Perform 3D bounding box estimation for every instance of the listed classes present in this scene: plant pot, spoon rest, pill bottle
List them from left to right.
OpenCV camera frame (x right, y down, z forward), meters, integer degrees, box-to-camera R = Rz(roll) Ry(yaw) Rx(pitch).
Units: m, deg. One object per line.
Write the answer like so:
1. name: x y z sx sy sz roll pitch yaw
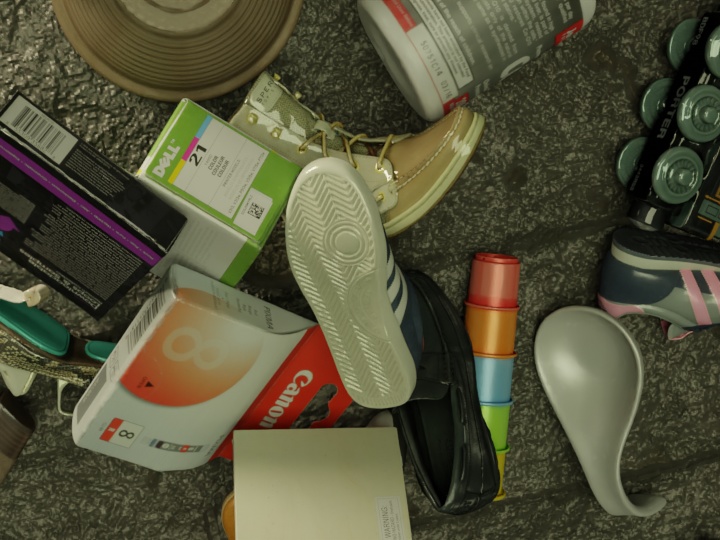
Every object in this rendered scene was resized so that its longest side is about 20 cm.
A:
1. plant pot: -0.137 -0.225 0.932 0.199 0.093 0.203 -1 101 -7
2. pill bottle: 0.107 -0.212 0.954 0.199 0.114 0.114 -32 102 -1
3. spoon rest: 0.204 0.123 1.042 0.099 0.061 0.201 -8 108 40

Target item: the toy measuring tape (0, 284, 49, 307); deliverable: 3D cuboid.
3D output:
1. toy measuring tape: -0.328 -0.031 0.941 0.199 0.074 0.074 16 97 2

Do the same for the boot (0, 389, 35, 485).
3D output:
1. boot: -0.358 0.112 0.975 0.146 0.070 0.200 -38 95 8

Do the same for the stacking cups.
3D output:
1. stacking cups: 0.101 0.087 1.039 0.060 0.061 0.202 4 94 -8

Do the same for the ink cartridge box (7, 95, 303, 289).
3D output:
1. ink cartridge box: -0.160 -0.070 0.920 0.199 0.148 0.076 31 64 -7

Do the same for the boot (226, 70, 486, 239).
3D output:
1. boot: -0.017 -0.095 0.937 0.155 0.072 0.200 42 133 -13

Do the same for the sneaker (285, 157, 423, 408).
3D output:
1. sneaker: 0.000 0.000 0.920 0.074 0.085 0.201 -3 119 19

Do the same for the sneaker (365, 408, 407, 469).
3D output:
1. sneaker: -0.040 0.197 1.028 0.107 0.067 0.203 19 99 -13

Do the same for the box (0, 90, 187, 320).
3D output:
1. box: -0.218 -0.039 0.906 0.143 0.200 0.036 37 61 -12

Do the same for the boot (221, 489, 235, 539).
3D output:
1. boot: -0.032 0.263 0.939 0.071 0.144 0.202 -36 106 3

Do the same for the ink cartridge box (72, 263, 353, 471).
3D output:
1. ink cartridge box: -0.098 0.099 0.962 0.199 0.050 0.162 25 118 -25

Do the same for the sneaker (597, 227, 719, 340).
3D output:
1. sneaker: 0.294 0.023 1.051 0.198 0.070 0.083 13 115 -7

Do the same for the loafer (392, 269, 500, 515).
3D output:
1. loafer: 0.056 0.095 0.992 0.068 0.070 0.202 -25 74 33

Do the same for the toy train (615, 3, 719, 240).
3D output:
1. toy train: 0.289 -0.118 1.016 0.113 0.085 0.201 21 94 -23

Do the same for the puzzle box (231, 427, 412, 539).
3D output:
1. puzzle box: -0.028 0.206 0.922 0.132 0.201 0.026 1 139 -8

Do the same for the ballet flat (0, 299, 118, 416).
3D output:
1. ballet flat: -0.232 0.078 0.987 0.199 0.068 0.076 22 105 -14
